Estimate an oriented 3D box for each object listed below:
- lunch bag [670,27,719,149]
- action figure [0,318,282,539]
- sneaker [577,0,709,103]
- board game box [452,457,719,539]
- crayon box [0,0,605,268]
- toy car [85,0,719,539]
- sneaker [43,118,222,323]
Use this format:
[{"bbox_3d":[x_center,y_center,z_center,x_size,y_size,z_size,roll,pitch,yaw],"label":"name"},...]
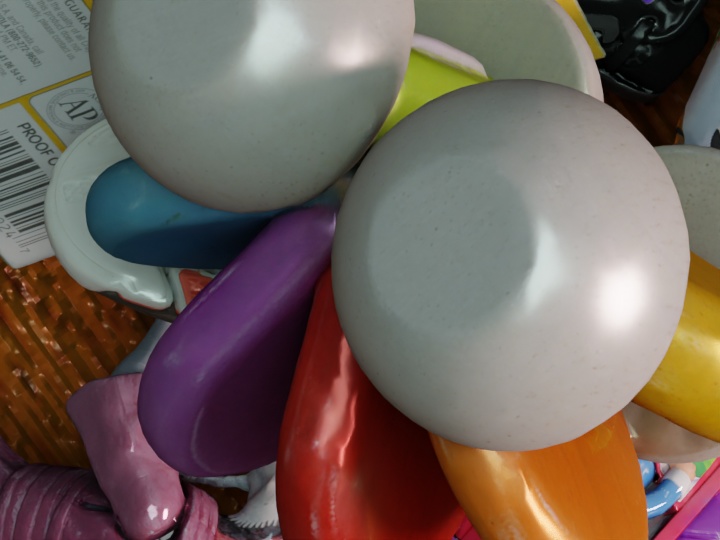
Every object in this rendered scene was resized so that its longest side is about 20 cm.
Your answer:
[{"bbox_3d":[0.184,-0.069,0.775,0.124,0.200,0.170,23,90,26],"label":"lunch bag"},{"bbox_3d":[-0.097,0.081,0.764,0.200,0.149,0.134,0,118,24],"label":"action figure"},{"bbox_3d":[0.064,-0.095,0.820,0.200,0.070,0.100,-23,94,-3],"label":"sneaker"},{"bbox_3d":[0.080,0.070,0.777,0.158,0.039,0.200,7,52,-21],"label":"board game box"},{"bbox_3d":[-0.044,-0.081,0.741,0.200,0.126,0.052,-18,53,14],"label":"crayon box"},{"bbox_3d":[0.010,0.003,0.638,0.200,0.175,0.150,42,104,25],"label":"toy car"},{"bbox_3d":[0.000,0.000,0.761,0.200,0.082,0.077,5,67,-18],"label":"sneaker"}]
